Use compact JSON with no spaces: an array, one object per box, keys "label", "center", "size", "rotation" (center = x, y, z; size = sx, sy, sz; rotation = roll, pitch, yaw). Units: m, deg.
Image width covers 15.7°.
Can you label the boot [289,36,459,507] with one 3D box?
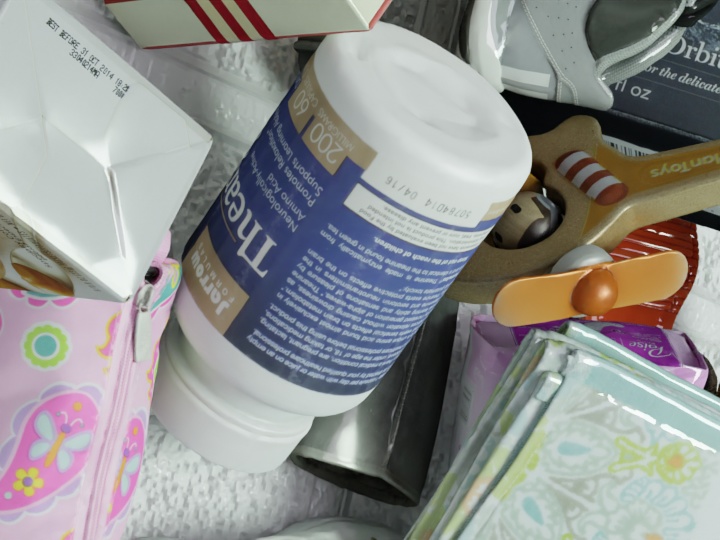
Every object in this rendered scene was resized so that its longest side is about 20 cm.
[{"label":"boot","center":[0.001,0.000,1.304],"size":[0.181,0.072,0.201],"rotation":[34,76,-40]}]

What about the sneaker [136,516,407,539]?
[{"label":"sneaker","center":[-0.024,0.162,1.274],"size":[0.199,0.084,0.073],"rotation":[0,91,-46]}]

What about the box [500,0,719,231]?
[{"label":"box","center":[0.188,-0.135,1.361],"size":[0.118,0.195,0.201],"rotation":[71,40,-66]}]

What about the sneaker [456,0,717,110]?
[{"label":"sneaker","center":[0.128,-0.170,1.287],"size":[0.075,0.115,0.201],"rotation":[50,57,-78]}]

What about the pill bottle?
[{"label":"pill bottle","center":[-0.018,-0.006,1.192],"size":[0.110,0.111,0.200],"rotation":[6,129,-44]}]

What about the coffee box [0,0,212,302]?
[{"label":"coffee box","center":[-0.172,-0.054,1.032],"size":[0.114,0.199,0.080],"rotation":[41,67,-37]}]

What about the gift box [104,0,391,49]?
[{"label":"gift box","center":[-0.033,-0.216,1.169],"size":[0.200,0.184,0.187],"rotation":[-52,123,-23]}]

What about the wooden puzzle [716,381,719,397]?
[{"label":"wooden puzzle","center":[0.238,0.079,1.389],"size":[0.046,0.186,0.201],"rotation":[8,131,-13]}]

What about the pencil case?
[{"label":"pencil case","center":[-0.135,0.075,1.159],"size":[0.087,0.087,0.202],"rotation":[18,82,-43]}]

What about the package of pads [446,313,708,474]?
[{"label":"package of pads","center":[0.101,0.125,1.340],"size":[0.119,0.076,0.202],"rotation":[6,107,-6]}]

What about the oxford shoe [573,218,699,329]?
[{"label":"oxford shoe","center":[0.139,0.027,1.445],"size":[0.071,0.073,0.201],"rotation":[17,64,-11]}]

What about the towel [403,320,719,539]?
[{"label":"towel","center":[0.127,0.135,1.280],"size":[0.199,0.048,0.172],"rotation":[28,103,-19]}]

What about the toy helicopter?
[{"label":"toy helicopter","center":[0.122,-0.029,1.229],"size":[0.133,0.198,0.079],"rotation":[-93,166,-49]}]

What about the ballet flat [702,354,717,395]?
[{"label":"ballet flat","center":[0.157,0.139,1.464],"size":[0.201,0.068,0.067],"rotation":[-62,152,-20]}]
